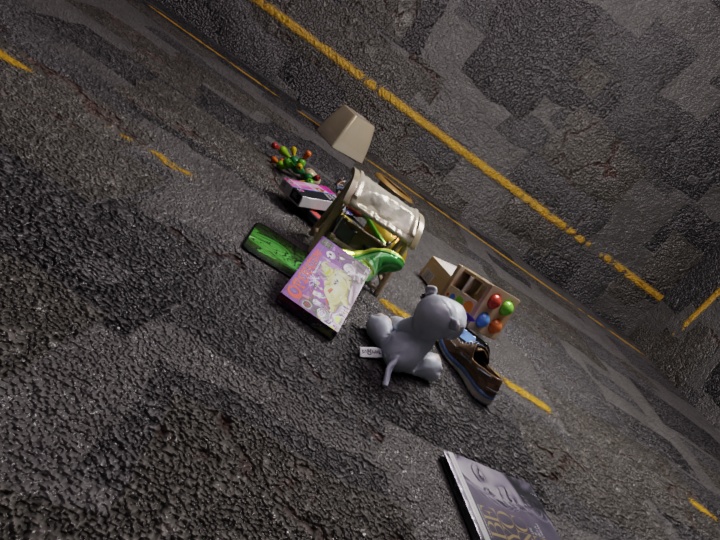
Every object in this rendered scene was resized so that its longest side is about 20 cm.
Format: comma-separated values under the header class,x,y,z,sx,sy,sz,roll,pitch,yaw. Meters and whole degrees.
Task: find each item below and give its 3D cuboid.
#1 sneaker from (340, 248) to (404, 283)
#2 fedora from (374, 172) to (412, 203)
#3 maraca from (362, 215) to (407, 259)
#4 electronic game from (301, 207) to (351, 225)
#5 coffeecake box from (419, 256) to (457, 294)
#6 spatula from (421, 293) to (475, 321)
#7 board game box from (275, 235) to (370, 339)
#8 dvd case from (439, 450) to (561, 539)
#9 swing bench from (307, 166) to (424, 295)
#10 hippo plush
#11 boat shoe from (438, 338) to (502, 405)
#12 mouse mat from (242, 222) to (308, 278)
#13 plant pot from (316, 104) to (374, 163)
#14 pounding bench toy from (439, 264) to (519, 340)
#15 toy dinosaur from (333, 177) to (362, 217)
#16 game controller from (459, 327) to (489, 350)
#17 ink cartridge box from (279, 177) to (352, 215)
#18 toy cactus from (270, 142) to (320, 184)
class,x,y,z,sx,sy,sz,roll,pitch,yaw
sneaker,0.000,0.000,1.100,0.199,0.074,0.084,-3,71,-25
fedora,0.116,-0.306,2.106,0.200,0.082,0.201,38,14,-11
maraca,0.052,-0.090,1.394,0.200,0.107,0.137,58,4,15
electronic game,-0.077,-0.137,1.403,0.200,0.042,0.200,33,18,-13
coffeecake box,0.292,0.053,1.562,0.200,0.073,0.154,20,25,-42
spatula,0.213,0.090,1.324,0.056,0.021,0.200,38,-3,-31
board game box,-0.061,0.025,0.963,0.120,0.032,0.200,32,37,-2
dvd case,0.215,0.354,0.780,0.199,0.016,0.149,28,21,-25
swing bench,0.015,-0.091,1.198,0.198,0.200,0.130,31,19,-17
hippo plush,0.101,0.097,0.963,0.200,0.161,0.159,13,30,-51
boat shoe,0.240,0.191,1.131,0.072,0.072,0.200,22,24,-39
mouse mat,-0.138,-0.022,1.066,0.200,0.008,0.161,32,19,-12
plant pot,-0.054,-0.665,2.517,0.199,0.177,0.200,19,25,-42
pounding bench toy,0.335,0.099,1.397,0.200,0.125,0.156,26,8,-37
toy dinosaur,-0.023,-0.188,1.635,0.199,0.105,0.182,-21,66,-25
game controller,0.225,0.145,1.262,0.200,0.042,0.104,37,13,3
ink cartridge box,-0.108,-0.191,1.380,0.200,0.037,0.095,5,31,-49
toy cactus,-0.175,-0.309,1.588,0.200,0.102,0.165,38,6,33
